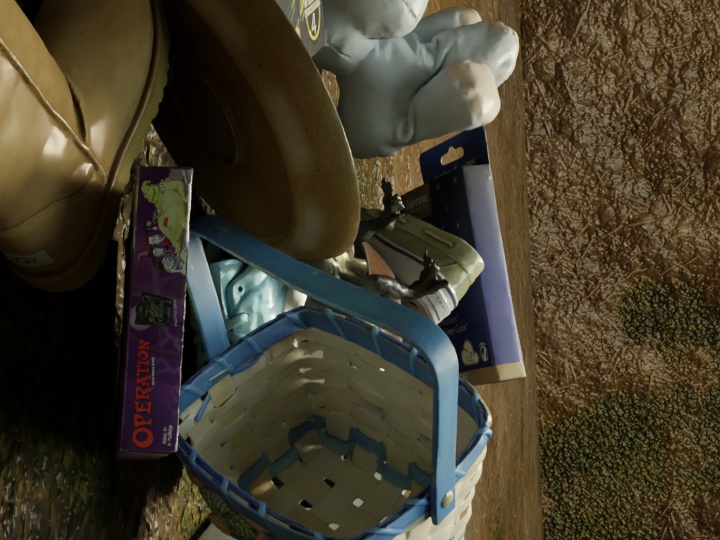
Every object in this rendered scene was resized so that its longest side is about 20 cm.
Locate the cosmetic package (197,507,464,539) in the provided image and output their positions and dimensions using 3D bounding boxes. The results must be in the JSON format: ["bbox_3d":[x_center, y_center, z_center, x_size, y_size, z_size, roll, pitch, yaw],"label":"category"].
[{"bbox_3d":[-0.023,0.266,0.906,0.165,0.163,0.202,-43,132,-74],"label":"cosmetic package"}]

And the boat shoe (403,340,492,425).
[{"bbox_3d":[0.033,0.077,1.175,0.200,0.076,0.072,48,-52,47],"label":"boat shoe"}]

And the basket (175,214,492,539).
[{"bbox_3d":[-0.017,0.078,0.779,0.139,0.175,0.202,-35,135,-35],"label":"basket"}]

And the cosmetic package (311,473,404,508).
[{"bbox_3d":[0.005,0.154,1.215,0.201,0.073,0.102,-79,180,-48],"label":"cosmetic package"}]

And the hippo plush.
[{"bbox_3d":[0.010,-0.185,1.180,0.161,0.199,0.160,53,26,-29],"label":"hippo plush"}]

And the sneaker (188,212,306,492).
[{"bbox_3d":[-0.083,0.035,0.908,0.082,0.073,0.202,36,51,-44],"label":"sneaker"}]

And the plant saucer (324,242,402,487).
[{"bbox_3d":[-0.007,0.074,1.093,0.200,0.034,0.203,-173,-90,-75],"label":"plant saucer"}]

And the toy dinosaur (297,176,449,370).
[{"bbox_3d":[0.000,0.000,0.920,0.201,0.088,0.048,59,-2,-36],"label":"toy dinosaur"}]

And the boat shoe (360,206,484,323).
[{"bbox_3d":[0.029,-0.013,1.168,0.200,0.062,0.072,35,-24,54],"label":"boat shoe"}]

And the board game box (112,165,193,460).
[{"bbox_3d":[-0.101,0.029,0.707,0.200,0.032,0.121,140,-51,-77],"label":"board game box"}]

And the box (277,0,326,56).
[{"bbox_3d":[-0.072,-0.206,0.977,0.200,0.049,0.163,-58,143,-66],"label":"box"}]

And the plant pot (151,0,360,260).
[{"bbox_3d":[-0.072,-0.086,0.757,0.027,0.200,0.201,-33,136,-22],"label":"plant pot"}]

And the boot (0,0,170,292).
[{"bbox_3d":[-0.144,-0.100,0.601,0.200,0.065,0.177,59,32,-64],"label":"boot"}]

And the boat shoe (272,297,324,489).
[{"bbox_3d":[-0.056,0.072,1.026,0.200,0.074,0.093,-86,-163,-64],"label":"boat shoe"}]

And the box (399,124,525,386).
[{"bbox_3d":[0.076,-0.007,1.189,0.121,0.032,0.202,158,-75,-65],"label":"box"}]
